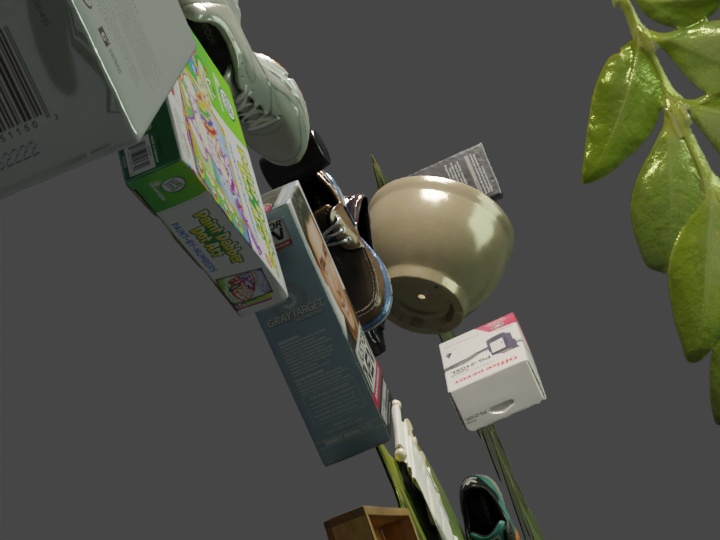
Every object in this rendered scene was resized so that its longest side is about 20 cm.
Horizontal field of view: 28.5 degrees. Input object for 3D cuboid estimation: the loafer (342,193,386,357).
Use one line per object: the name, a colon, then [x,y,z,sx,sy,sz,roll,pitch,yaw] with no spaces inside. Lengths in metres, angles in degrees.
loafer: [0.000,0.000,1.530,0.072,0.062,0.202,57,13,-58]

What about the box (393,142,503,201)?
box: [0.186,-0.167,2.946,0.197,0.198,0.119,-4,71,-82]

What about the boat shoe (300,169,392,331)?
boat shoe: [-0.034,-0.028,1.371,0.201,0.072,0.072,61,6,36]

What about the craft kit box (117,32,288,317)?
craft kit box: [-0.121,-0.097,0.975,0.198,0.048,0.202,62,9,-60]

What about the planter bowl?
planter bowl: [0.088,-0.005,1.830,0.201,0.198,0.136,62,36,-43]

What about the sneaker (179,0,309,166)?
sneaker: [-0.108,-0.154,1.189,0.201,0.075,0.092,55,20,-32]

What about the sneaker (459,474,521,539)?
sneaker: [0.173,0.355,1.789,0.202,0.071,0.080,64,11,10]

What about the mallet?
mallet: [-0.105,-0.142,1.303,0.200,0.066,0.041,41,22,-43]

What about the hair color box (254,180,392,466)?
hair color box: [-0.039,0.039,1.115,0.099,0.060,0.202,-83,150,-76]

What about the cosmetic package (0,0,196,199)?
cosmetic package: [-0.135,-0.088,0.590,0.200,0.100,0.072,-89,156,-71]

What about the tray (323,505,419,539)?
tray: [0.022,0.235,1.089,0.200,0.037,0.100,45,24,-75]

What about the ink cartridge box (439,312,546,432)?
ink cartridge box: [0.217,0.168,2.365,0.200,0.143,0.085,-94,159,-70]

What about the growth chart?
growth chart: [0.075,0.246,1.539,0.145,0.018,0.202,-83,151,-77]
